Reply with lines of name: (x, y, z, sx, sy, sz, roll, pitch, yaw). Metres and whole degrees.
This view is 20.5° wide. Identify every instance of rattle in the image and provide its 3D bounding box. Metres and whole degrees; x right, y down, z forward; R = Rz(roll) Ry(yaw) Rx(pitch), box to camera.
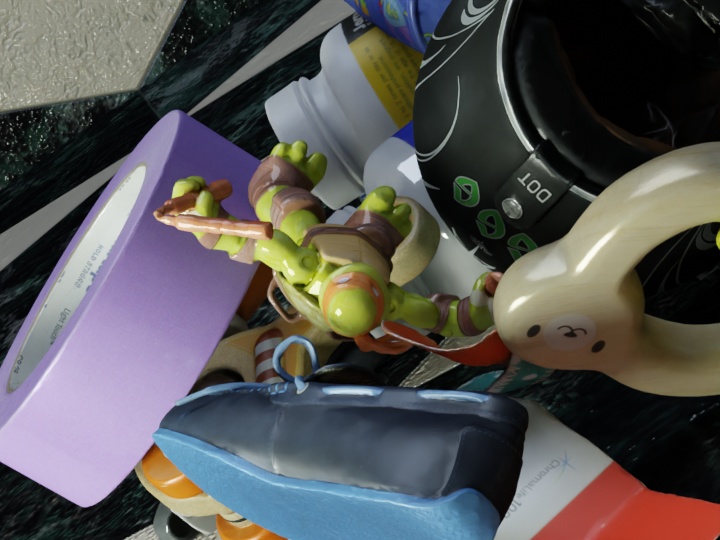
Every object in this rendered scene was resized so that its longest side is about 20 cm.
rattle: (0.111, 0.044, 0.764, 0.199, 0.130, 0.143, -18, 60, 10)

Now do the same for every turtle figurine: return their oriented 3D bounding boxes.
turtle figurine: (0.000, 0.000, 0.898, 0.161, 0.199, 0.065, -105, 31, -71)

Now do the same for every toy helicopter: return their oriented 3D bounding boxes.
toy helicopter: (-0.040, 0.038, 1.017, 0.200, 0.079, 0.132, -46, 38, 0)

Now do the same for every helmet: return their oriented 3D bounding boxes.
helmet: (0.120, -0.080, 0.951, 0.200, 0.200, 0.191, -39, -3, -12)

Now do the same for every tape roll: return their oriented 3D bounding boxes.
tape roll: (-0.120, 0.019, 1.026, 0.200, 0.066, 0.200, -54, 14, 20)

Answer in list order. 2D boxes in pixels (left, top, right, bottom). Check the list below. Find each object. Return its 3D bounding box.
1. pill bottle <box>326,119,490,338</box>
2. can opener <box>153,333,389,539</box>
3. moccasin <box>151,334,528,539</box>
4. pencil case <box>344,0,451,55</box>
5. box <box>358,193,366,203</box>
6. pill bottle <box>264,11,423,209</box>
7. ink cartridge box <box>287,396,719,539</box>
pill bottle: (0.073, -0.047, 1.095, 0.200, 0.112, 0.112, -39, 15, -10)
can opener: (-0.047, 0.070, 1.115, 0.200, 0.053, 0.066, -44, 16, -29)
moccasin: (-0.004, 0.074, 0.810, 0.200, 0.081, 0.068, 8, 58, 46)
pencil case: (0.026, -0.178, 1.128, 0.078, 0.087, 0.200, -21, 30, -16)
box: (0.075, -0.077, 1.319, 0.160, 0.044, 0.200, -35, 15, 2)
pill bottle: (0.045, -0.124, 1.225, 0.200, 0.111, 0.111, -33, 15, 9)
ink cartridge box: (0.034, 0.119, 0.796, 0.162, 0.057, 0.200, -40, 11, -19)
